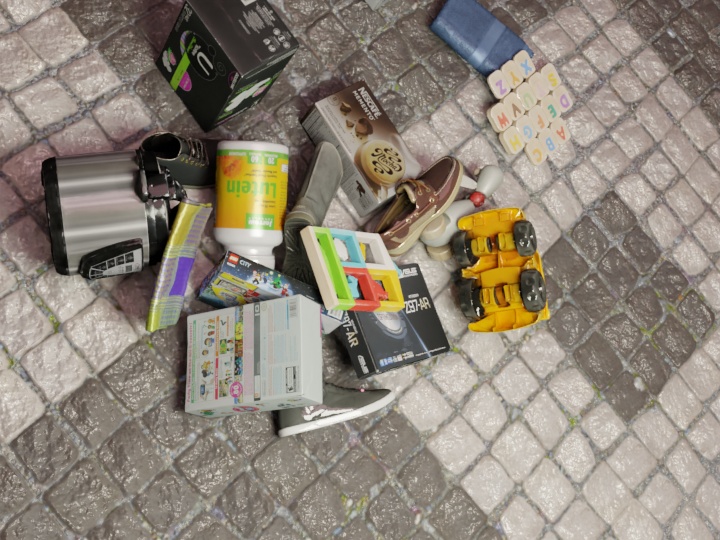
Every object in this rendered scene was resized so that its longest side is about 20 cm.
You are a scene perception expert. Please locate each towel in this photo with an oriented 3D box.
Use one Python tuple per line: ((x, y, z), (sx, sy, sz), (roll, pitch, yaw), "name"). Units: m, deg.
((0.228, -0.433, 1.930), (0.200, 0.049, 0.112), (39, 64, -9), "towel")
((-0.262, -0.009, 1.475), (0.023, 0.144, 0.200), (17, 89, 3), "towel")

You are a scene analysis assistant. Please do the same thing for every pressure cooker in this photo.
((-0.347, -0.087, 1.462), (0.200, 0.176, 0.179), (-8, 118, -17), "pressure cooker")

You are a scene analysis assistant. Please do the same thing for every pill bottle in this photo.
((-0.170, -0.096, 1.576), (0.111, 0.111, 0.201), (2, 92, -24), "pill bottle")

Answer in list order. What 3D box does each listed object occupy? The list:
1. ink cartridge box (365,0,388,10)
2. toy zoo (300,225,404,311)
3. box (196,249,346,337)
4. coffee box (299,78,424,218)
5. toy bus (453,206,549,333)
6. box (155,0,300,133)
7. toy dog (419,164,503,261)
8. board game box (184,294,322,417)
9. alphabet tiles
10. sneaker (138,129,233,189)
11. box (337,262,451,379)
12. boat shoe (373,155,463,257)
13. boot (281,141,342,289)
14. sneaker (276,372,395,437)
((0.033, -0.612, 1.884), (0.176, 0.084, 0.200), (-40, 91, -30), "ink cartridge box")
((0.000, 0.000, 1.565), (0.200, 0.020, 0.131), (5, 60, -50), "toy zoo")
((-0.135, 0.046, 1.548), (0.200, 0.137, 0.038), (24, 63, -15), "box")
((0.003, -0.207, 1.731), (0.113, 0.080, 0.200), (-31, 87, -29), "coffee box")
((0.256, 0.003, 1.735), (0.192, 0.135, 0.201), (4, 78, -63), "toy bus")
((-0.213, -0.340, 1.610), (0.124, 0.200, 0.149), (-36, 89, -31), "box")
((0.153, -0.109, 1.761), (0.096, 0.132, 0.200), (31, 48, 33), "toy dog")
((-0.156, 0.127, 1.479), (0.064, 0.200, 0.148), (31, 53, -58), "board game box")
((0.320, -0.305, 1.916), (0.200, 0.015, 0.196), (-40, 108, -30), "alphabet tiles")
((-0.257, -0.176, 1.587), (0.200, 0.106, 0.075), (-15, 79, -28), "sneaker")
((0.046, 0.077, 1.634), (0.200, 0.043, 0.161), (-8, 75, -50), "box")
((0.092, -0.117, 1.674), (0.200, 0.072, 0.072), (-49, 137, -8), "boat shoe")
((-0.076, -0.083, 1.649), (0.072, 0.182, 0.200), (7, 39, 1), "boot")
((-0.043, 0.185, 1.579), (0.200, 0.071, 0.099), (-13, 83, -23), "sneaker")
